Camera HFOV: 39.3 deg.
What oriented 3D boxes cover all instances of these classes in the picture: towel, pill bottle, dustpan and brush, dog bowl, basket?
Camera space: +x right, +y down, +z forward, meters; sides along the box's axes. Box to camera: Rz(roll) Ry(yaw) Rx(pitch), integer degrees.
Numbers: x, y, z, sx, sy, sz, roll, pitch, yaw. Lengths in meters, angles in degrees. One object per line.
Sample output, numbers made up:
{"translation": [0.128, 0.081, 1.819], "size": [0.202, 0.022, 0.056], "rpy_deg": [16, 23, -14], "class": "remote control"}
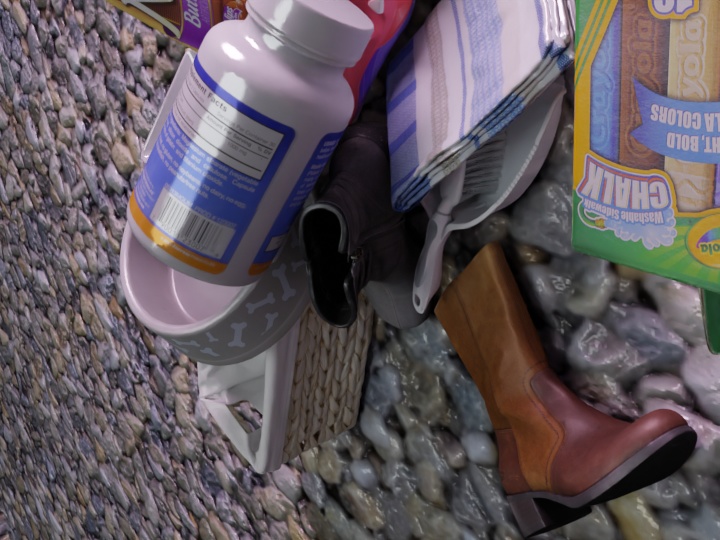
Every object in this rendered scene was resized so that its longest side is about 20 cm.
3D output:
{"translation": [0.071, -0.144, 0.678], "size": [0.200, 0.024, 0.148], "rpy_deg": [-42, 41, 49], "class": "towel"}
{"translation": [-0.073, -0.098, 0.687], "size": [0.112, 0.112, 0.201], "rpy_deg": [49, 119, 35], "class": "pill bottle"}
{"translation": [0.071, -0.061, 0.743], "size": [0.139, 0.057, 0.201], "rpy_deg": [37, 132, 45], "class": "dustpan and brush"}
{"translation": [-0.123, -0.023, 0.856], "size": [0.199, 0.059, 0.201], "rpy_deg": [-12, 66, 30], "class": "dog bowl"}
{"translation": [-0.071, 0.066, 0.962], "size": [0.136, 0.123, 0.201], "rpy_deg": [42, 136, 41], "class": "basket"}

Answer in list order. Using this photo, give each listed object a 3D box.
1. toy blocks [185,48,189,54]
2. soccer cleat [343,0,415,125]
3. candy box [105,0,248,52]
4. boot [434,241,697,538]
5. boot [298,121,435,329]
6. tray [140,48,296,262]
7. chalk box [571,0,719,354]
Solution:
{"translation": [-0.073, -0.156, 0.916], "size": [0.136, 0.100, 0.201], "rpy_deg": [14, 117, 43], "class": "toy blocks"}
{"translation": [-0.005, -0.167, 0.795], "size": [0.067, 0.076, 0.200], "rpy_deg": [44, 141, 11], "class": "soccer cleat"}
{"translation": [-0.123, -0.225, 0.739], "size": [0.199, 0.057, 0.117], "rpy_deg": [29, 146, -6], "class": "candy box"}
{"translation": [0.137, 0.069, 0.719], "size": [0.188, 0.068, 0.201], "rpy_deg": [122, 133, -59], "class": "boot"}
{"translation": [0.000, 0.000, 0.774], "size": [0.069, 0.132, 0.201], "rpy_deg": [-2, 130, 23], "class": "boot"}
{"translation": [-0.100, -0.095, 0.809], "size": [0.200, 0.022, 0.108], "rpy_deg": [37, 104, 38], "class": "tray"}
{"translation": [0.189, -0.061, 0.500], "size": [0.124, 0.124, 0.201], "rpy_deg": [23, 121, 51], "class": "chalk box"}
